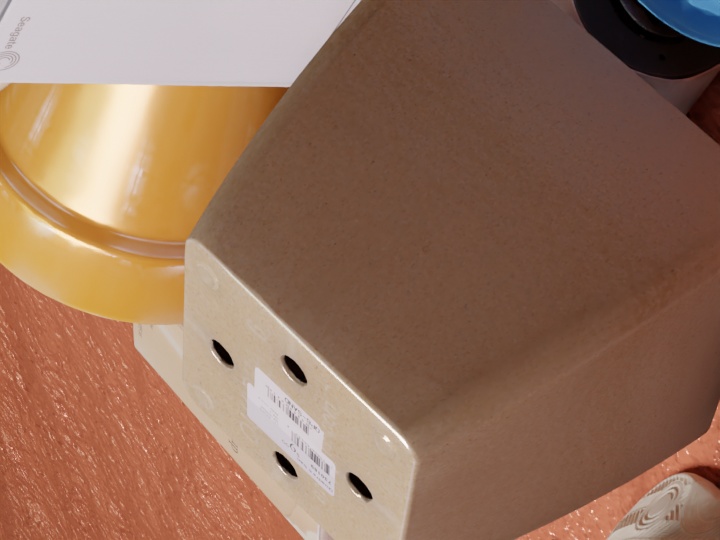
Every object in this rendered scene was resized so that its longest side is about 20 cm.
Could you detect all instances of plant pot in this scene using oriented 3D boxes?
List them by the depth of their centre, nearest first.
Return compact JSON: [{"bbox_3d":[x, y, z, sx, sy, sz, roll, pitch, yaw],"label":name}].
[{"bbox_3d":[0.033,0.012,1.163,0.200,0.177,0.200,43,154,19],"label":"plant pot"},{"bbox_3d":[-0.109,-0.104,1.513,0.200,0.200,0.183,47,139,24],"label":"plant pot"}]

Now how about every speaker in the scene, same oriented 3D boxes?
[{"bbox_3d":[0.103,-0.080,1.224,0.081,0.081,0.200,53,157,11],"label":"speaker"}]

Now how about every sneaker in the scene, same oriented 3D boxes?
[{"bbox_3d":[0.189,0.156,1.379,0.085,0.075,0.200,44,169,-14],"label":"sneaker"}]

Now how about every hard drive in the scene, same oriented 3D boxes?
[{"bbox_3d":[-0.081,-0.135,1.332,0.132,0.200,0.027,-52,48,48],"label":"hard drive"}]

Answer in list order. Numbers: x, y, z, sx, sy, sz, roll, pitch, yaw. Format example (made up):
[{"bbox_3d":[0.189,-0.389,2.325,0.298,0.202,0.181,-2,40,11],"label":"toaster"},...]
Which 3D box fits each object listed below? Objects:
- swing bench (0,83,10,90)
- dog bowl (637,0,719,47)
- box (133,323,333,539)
[{"bbox_3d":[-0.179,-0.209,1.387,0.130,0.200,0.199,61,-175,-57],"label":"swing bench"},{"bbox_3d":[0.133,-0.183,1.061,0.111,0.050,0.200,27,144,43],"label":"dog bowl"},{"bbox_3d":[-0.057,0.073,1.753,0.200,0.078,0.095,46,154,25],"label":"box"}]
